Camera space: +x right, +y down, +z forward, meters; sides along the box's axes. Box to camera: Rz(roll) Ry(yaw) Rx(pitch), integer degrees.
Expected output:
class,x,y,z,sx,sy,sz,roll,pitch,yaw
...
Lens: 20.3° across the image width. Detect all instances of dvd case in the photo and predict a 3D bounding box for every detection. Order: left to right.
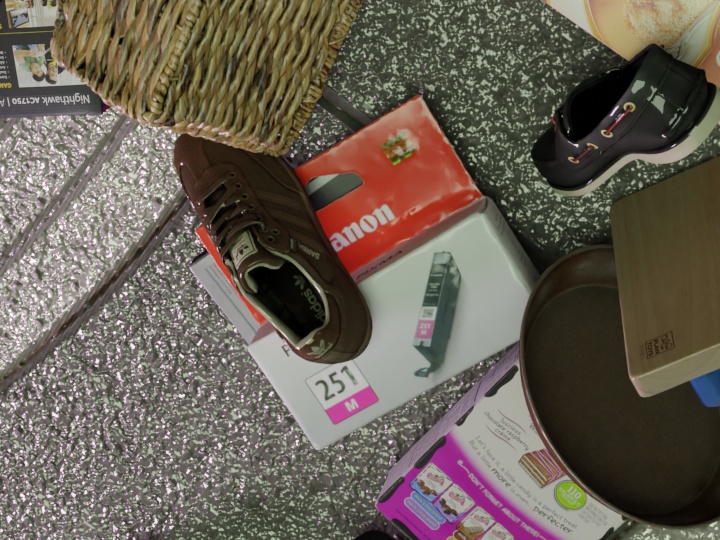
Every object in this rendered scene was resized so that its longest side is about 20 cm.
class,x,y,z,sx,sy,sz,roll,pitch,yaw
dvd case,0.000,0.000,1.414,0.199,0.025,0.151,-34,101,21

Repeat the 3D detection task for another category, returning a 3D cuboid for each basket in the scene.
class,x,y,z,sx,sy,sz,roll,pitch,yaw
basket,-0.096,-0.195,1.321,0.142,0.148,0.201,34,106,36

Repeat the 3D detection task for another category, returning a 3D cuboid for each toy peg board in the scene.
class,x,y,z,sx,sy,sz,roll,pitch,yaw
toy peg board,0.274,0.007,1.281,0.198,0.201,0.098,-24,119,18

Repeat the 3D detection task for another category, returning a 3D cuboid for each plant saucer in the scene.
class,x,y,z,sx,sy,sz,roll,pitch,yaw
plant saucer,0.182,0.080,1.334,0.200,0.201,0.034,41,141,-6

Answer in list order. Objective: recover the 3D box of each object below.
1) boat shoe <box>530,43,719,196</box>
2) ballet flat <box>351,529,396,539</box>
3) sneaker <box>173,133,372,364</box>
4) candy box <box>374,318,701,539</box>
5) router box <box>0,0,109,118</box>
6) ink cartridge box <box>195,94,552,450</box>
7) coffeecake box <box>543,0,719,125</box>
class,x,y,z,sx,sy,sz,roll,pitch,yaw
boat shoe,0.156,-0.097,1.271,0.063,0.201,0.074,34,74,-12
ballet flat,0.069,0.256,1.472,0.200,0.068,0.068,41,113,-6
sneaker,-0.065,-0.024,1.345,0.070,0.075,0.200,-44,75,16
candy box,0.126,0.135,1.420,0.136,0.061,0.200,42,113,-6
router box,-0.274,-0.181,1.382,0.198,0.051,0.151,-1,112,11
ink cartridge box,0.006,0.004,1.379,0.199,0.044,0.174,-30,104,19
coffeecake box,0.217,-0.201,1.271,0.199,0.073,0.154,34,113,-3
